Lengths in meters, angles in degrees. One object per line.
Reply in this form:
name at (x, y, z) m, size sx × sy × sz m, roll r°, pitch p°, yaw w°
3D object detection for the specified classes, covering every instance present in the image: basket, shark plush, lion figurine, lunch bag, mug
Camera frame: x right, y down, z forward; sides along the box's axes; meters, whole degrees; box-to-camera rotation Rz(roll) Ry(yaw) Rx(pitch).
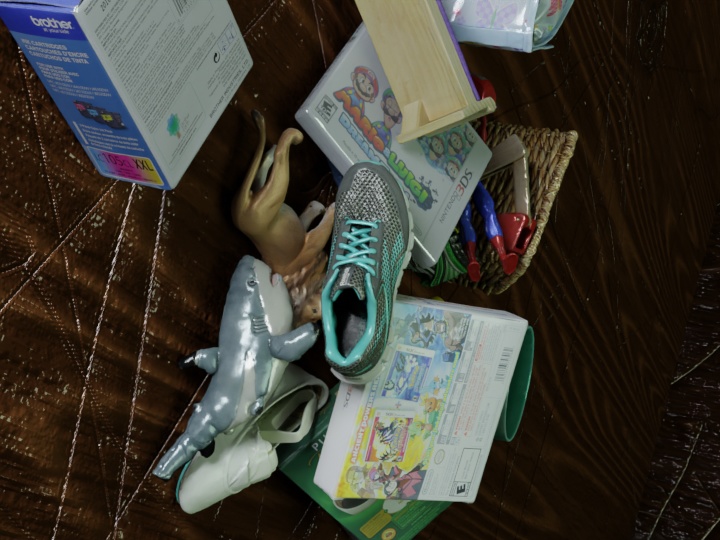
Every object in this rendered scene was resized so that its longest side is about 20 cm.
basket at (0.188, -0.070, 1.479) m, size 0.200 × 0.149 × 0.143 m, roll -67°, pitch 152°, yaw -24°
shark plush at (-0.121, 0.090, 1.027) m, size 0.083 × 0.091 × 0.200 m, roll 35°, pitch 88°, yaw -17°
lion figurine at (-0.075, -0.038, 1.068) m, size 0.123 × 0.072 × 0.200 m, roll -57°, pitch 134°, yaw -21°
lunch bag at (0.133, -0.304, 1.248) m, size 0.127 × 0.169 × 0.200 m, roll 78°, pitch 31°, yaw -45°
mug at (0.152, 0.144, 1.526) m, size 0.185 × 0.114 × 0.152 m, roll 80°, pitch 26°, yaw -48°

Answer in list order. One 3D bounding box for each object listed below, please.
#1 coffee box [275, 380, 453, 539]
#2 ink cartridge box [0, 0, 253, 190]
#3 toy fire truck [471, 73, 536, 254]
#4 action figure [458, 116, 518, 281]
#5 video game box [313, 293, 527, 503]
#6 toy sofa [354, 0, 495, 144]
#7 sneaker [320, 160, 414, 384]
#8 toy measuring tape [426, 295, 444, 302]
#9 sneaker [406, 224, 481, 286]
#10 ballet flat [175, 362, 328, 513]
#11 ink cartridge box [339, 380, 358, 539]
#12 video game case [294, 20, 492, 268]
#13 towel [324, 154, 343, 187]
coffee box at (0.010, 0.204, 1.216) m, size 0.123 × 0.044 × 0.200 m, roll -43°, pitch 125°, yaw 1°
ink cartridge box at (-0.161, -0.174, 0.808) m, size 0.137 × 0.076 × 0.200 m, roll -63°, pitch 152°, yaw -30°
toy fire truck at (0.143, -0.127, 1.369) m, size 0.049 × 0.141 × 0.200 m, roll 12°, pitch 89°, yaw -65°
action figure at (0.119, -0.099, 1.278) m, size 0.099 × 0.065 × 0.200 m, roll 84°, pitch -7°, yaw -54°
video game box at (0.061, 0.128, 1.156) m, size 0.182 × 0.047 × 0.200 m, roll 10°, pitch 99°, yaw -38°
toy sofa at (0.054, -0.230, 1.124) m, size 0.098 × 0.083 × 0.200 m, roll -30°, pitch 99°, yaw -52°
sneaker at (0.002, 0.001, 1.030) m, size 0.091 × 0.077 × 0.200 m, roll 16°, pitch 76°, yaw -80°
toy measuring tape at (0.045, 0.118, 1.293) m, size 0.074 × 0.074 × 0.200 m, roll 2°, pitch 112°, yaw -64°
sneaker at (0.057, -0.041, 1.306) m, size 0.200 × 0.085 × 0.078 m, roll 46°, pitch 15°, yaw -42°
ballet flat at (-0.093, 0.154, 1.096) m, size 0.200 × 0.069 × 0.070 m, roll -47°, pitch 140°, yaw -47°
ink cartridge box at (0.015, 0.190, 1.356) m, size 0.200 × 0.047 × 0.198 m, roll -68°, pitch 150°, yaw -27°
video game case at (0.040, -0.132, 1.158) m, size 0.200 × 0.024 × 0.182 m, roll 49°, pitch 46°, yaw -20°
towel at (0.033, -0.154, 1.219) m, size 0.200 × 0.048 × 0.112 m, roll -49°, pitch 124°, yaw -44°
